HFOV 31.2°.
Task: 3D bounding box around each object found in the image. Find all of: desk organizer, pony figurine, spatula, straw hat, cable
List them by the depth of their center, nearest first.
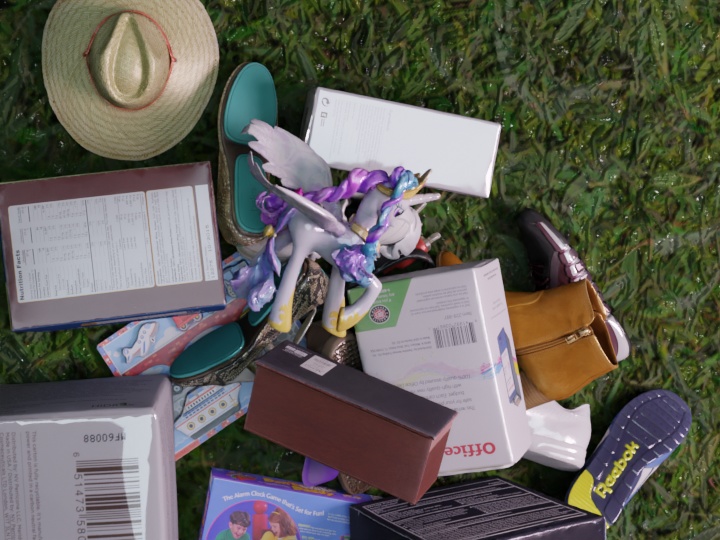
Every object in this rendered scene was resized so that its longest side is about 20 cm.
[{"bbox_3d":[-0.043,-0.042,1.232,0.191,0.167,0.202,24,112,-15],"label":"pony figurine"},{"bbox_3d":[-0.012,0.149,1.281,0.198,0.072,0.078,21,112,17],"label":"desk organizer"},{"bbox_3d":[-0.235,-0.213,1.312,0.197,0.085,0.205,-1,95,-8],"label":"straw hat"},{"bbox_3d":[0.016,0.198,1.376,0.198,0.020,0.057,2,107,-37],"label":"spatula"},{"bbox_3d":[0.000,0.000,1.394,0.199,0.050,0.098,-34,112,2],"label":"cable"}]

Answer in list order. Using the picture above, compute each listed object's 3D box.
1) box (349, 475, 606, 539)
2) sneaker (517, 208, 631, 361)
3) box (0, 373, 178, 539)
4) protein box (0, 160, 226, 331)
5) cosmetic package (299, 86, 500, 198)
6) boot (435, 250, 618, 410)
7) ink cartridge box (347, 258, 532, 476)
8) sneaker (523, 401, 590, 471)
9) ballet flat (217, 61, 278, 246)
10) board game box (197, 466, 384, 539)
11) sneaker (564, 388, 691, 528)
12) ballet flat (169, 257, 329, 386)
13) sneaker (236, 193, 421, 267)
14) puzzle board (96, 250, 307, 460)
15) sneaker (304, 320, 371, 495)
[{"bbox_3d":[0.119,0.304,1.330,0.197,0.198,0.126,-6,98,-27],"label":"box"},{"bbox_3d":[0.202,0.041,1.406,0.115,0.076,0.201,-35,100,-1],"label":"sneaker"},{"bbox_3d":[-0.286,0.221,1.293,0.196,0.171,0.203,-2,97,-3],"label":"box"},{"bbox_3d":[-0.236,-0.018,1.264,0.196,0.199,0.137,-6,88,-7],"label":"protein box"},{"bbox_3d":[0.037,-0.133,1.347,0.197,0.113,0.083,12,94,-7],"label":"cosmetic package"},{"bbox_3d":[0.177,0.039,1.359,0.143,0.071,0.203,-33,79,27],"label":"boot"},{"bbox_3d":[0.083,0.101,1.319,0.143,0.087,0.203,-10,93,23],"label":"ink cartridge box"},{"bbox_3d":[0.159,0.150,1.419,0.197,0.075,0.090,20,72,-7],"label":"sneaker"},{"bbox_3d":[-0.125,-0.118,1.339,0.070,0.065,0.203,13,66,-25],"label":"ballet flat"},{"bbox_3d":[-0.077,0.301,1.402,0.197,0.045,0.137,12,93,-9],"label":"board game box"},{"bbox_3d":[0.291,0.213,1.440,0.074,0.083,0.200,41,69,15],"label":"sneaker"},{"bbox_3d":[-0.106,0.071,1.346,0.199,0.068,0.075,-41,121,10],"label":"ballet flat"},{"bbox_3d":[-0.039,-0.051,1.337,0.197,0.081,0.076,-7,69,11],"label":"sneaker"},{"bbox_3d":[-0.160,0.089,1.385,0.199,0.017,0.152,-33,99,-4],"label":"puzzle board"},{"bbox_3d":[-0.018,0.143,1.391,0.070,0.075,0.203,-20,120,-27],"label":"sneaker"}]
